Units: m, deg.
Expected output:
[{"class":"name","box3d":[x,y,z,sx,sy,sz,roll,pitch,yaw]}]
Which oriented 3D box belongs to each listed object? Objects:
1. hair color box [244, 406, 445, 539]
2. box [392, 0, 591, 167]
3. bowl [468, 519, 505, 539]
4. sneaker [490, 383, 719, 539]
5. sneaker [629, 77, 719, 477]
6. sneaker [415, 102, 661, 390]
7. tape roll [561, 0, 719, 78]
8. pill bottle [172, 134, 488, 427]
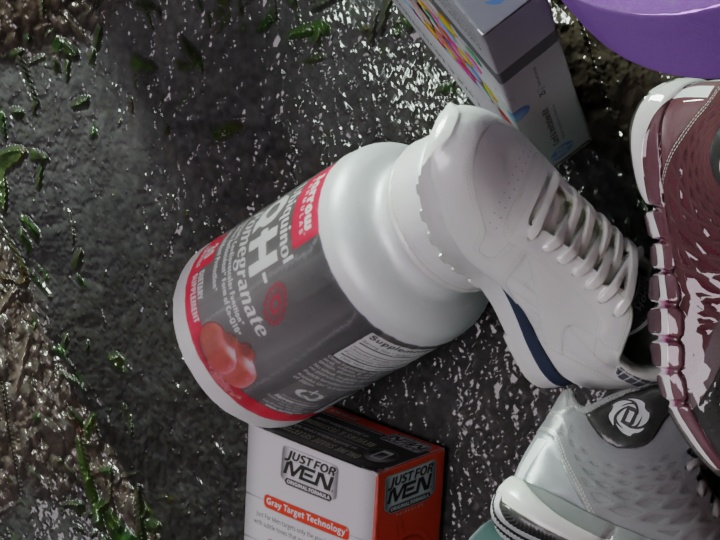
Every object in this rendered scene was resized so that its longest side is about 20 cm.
[{"class":"hair color box","box3d":[-0.013,0.185,1.625,0.101,0.061,0.201,19,114,39]},{"class":"box","box3d":[0.042,-0.143,1.413,0.041,0.200,0.156,-37,70,-1]},{"class":"bowl","box3d":[0.094,0.234,1.466,0.105,0.201,0.202,14,111,20]},{"class":"sneaker","box3d":[0.173,0.116,1.426,0.199,0.116,0.075,26,162,3]},{"class":"sneaker","box3d":[0.189,0.003,1.361,0.115,0.075,0.201,-13,92,61]},{"class":"sneaker","box3d":[0.096,-0.012,1.415,0.080,0.077,0.200,9,152,39]},{"class":"tape roll","box3d":[0.162,-0.188,1.291,0.199,0.066,0.201,-13,62,25]},{"class":"pill bottle","box3d":[0.000,0.000,1.531,0.200,0.110,0.111,-31,79,43]}]
